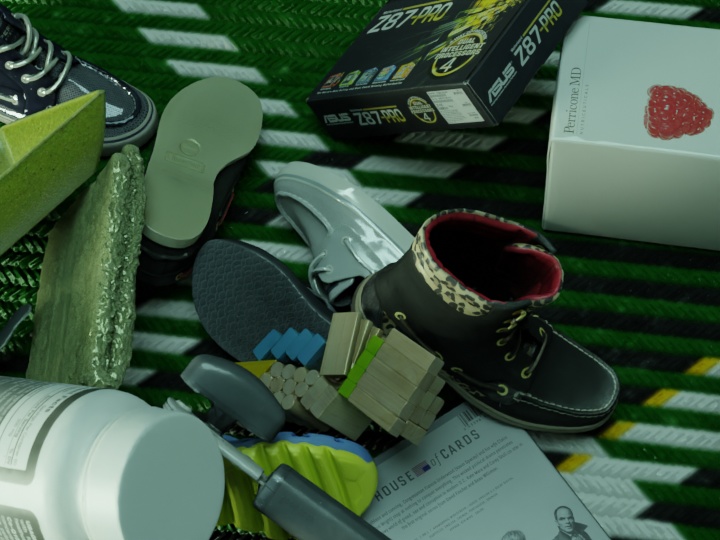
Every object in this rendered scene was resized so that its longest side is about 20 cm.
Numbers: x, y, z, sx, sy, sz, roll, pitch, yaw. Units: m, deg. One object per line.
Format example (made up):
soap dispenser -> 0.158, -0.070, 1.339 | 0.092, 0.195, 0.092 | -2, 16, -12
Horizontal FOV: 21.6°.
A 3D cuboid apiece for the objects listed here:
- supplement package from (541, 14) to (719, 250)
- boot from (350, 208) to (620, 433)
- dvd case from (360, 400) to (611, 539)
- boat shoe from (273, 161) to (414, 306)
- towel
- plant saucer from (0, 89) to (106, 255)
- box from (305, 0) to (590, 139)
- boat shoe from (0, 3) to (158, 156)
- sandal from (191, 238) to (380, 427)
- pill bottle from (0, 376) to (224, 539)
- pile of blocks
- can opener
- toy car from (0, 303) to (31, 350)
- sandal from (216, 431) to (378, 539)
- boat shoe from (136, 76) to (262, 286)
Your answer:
supplement package -> 0.240, -0.098, 1.394 | 0.198, 0.120, 0.122 | 6, 59, 6
boot -> 0.101, 0.034, 1.259 | 0.199, 0.151, 0.073 | 28, 64, -3
dvd case -> 0.086, 0.191, 1.278 | 0.150, 0.025, 0.200 | -30, 61, -15
boat shoe -> 0.000, 0.000, 1.378 | 0.200, 0.072, 0.068 | 43, 66, 13
towel -> -0.193, 0.023, 1.330 | 0.036, 0.148, 0.201 | 17, 55, -24
plant saucer -> -0.279, -0.041, 1.362 | 0.200, 0.200, 0.048 | -45, 108, -27
box -> 0.070, -0.172, 1.421 | 0.199, 0.049, 0.161 | 1, 46, 54
boat shoe -> -0.255, -0.155, 1.462 | 0.199, 0.093, 0.075 | 15, 60, 11
sandal -> -0.038, 0.049, 1.356 | 0.200, 0.043, 0.076 | 35, 105, 10
pill bottle -> -0.189, 0.128, 1.183 | 0.199, 0.114, 0.114 | 4, 54, 37
pile of blocks -> -0.016, 0.078, 1.297 | 0.199, 0.062, 0.083 | 1, 67, 38
can opener -> -0.038, 0.130, 1.201 | 0.199, 0.053, 0.067 | 36, 89, 1
toy car -> -0.323, 0.069, 1.307 | 0.163, 0.159, 0.200 | 4, 31, 34
sandal -> -0.087, 0.137, 1.280 | 0.198, 0.080, 0.087 | -2, 24, 2
boat shoe -> -0.128, -0.072, 1.420 | 0.073, 0.063, 0.202 | 23, 45, -4
